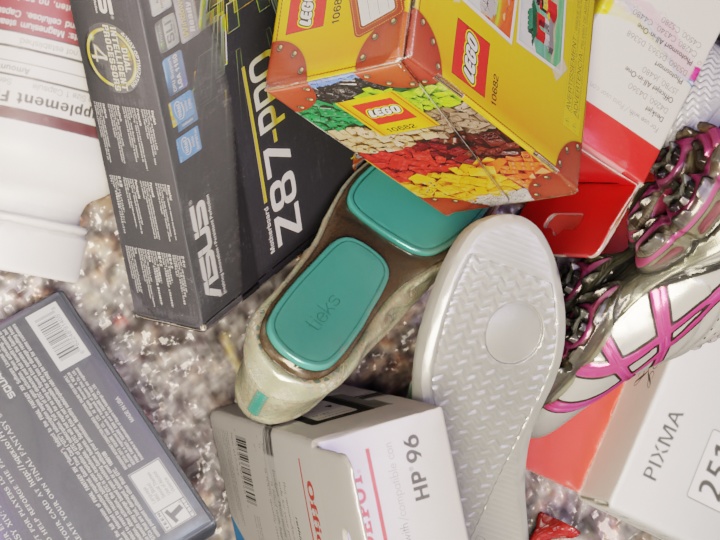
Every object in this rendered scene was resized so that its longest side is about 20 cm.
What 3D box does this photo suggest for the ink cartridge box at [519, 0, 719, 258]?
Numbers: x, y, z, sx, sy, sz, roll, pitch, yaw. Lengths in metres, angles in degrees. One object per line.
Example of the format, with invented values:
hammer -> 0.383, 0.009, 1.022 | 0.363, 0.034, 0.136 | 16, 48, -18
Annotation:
ink cartridge box -> 0.117, -0.109, 1.082 | 0.067, 0.116, 0.201 | 31, 80, -19

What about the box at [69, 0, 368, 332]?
box -> -0.059, -0.098, 0.984 | 0.161, 0.049, 0.201 | -39, 130, -44

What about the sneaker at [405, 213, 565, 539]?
sneaker -> 0.043, 0.055, 1.052 | 0.073, 0.118, 0.202 | -2, 111, -18

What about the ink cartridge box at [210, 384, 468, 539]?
ink cartridge box -> -0.001, 0.121, 1.000 | 0.067, 0.200, 0.117 | -14, 97, -19

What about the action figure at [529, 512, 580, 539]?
action figure -> 0.043, 0.209, 1.104 | 0.065, 0.052, 0.201 | 32, 83, -24

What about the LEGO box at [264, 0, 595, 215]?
LEGO box -> 0.041, -0.148, 0.982 | 0.149, 0.077, 0.201 | 32, 58, -47

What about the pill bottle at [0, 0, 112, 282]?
pill bottle -> -0.154, -0.101, 0.982 | 0.112, 0.113, 0.202 | 11, 89, -21

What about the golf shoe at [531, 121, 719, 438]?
golf shoe -> 0.146, 0.022, 1.065 | 0.092, 0.073, 0.200 | 28, 122, -22

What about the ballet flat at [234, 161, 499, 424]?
ballet flat -> 0.000, 0.000, 1.024 | 0.067, 0.062, 0.200 | 39, 50, 7

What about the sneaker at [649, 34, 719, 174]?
sneaker -> 0.218, -0.106, 1.124 | 0.115, 0.075, 0.201 | 36, 57, -16

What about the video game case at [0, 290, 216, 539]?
video game case -> -0.187, 0.112, 0.985 | 0.199, 0.019, 0.143 | -30, 69, -19

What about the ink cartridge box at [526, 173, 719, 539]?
ink cartridge box -> 0.165, 0.034, 1.145 | 0.173, 0.044, 0.201 | 26, 83, -21
